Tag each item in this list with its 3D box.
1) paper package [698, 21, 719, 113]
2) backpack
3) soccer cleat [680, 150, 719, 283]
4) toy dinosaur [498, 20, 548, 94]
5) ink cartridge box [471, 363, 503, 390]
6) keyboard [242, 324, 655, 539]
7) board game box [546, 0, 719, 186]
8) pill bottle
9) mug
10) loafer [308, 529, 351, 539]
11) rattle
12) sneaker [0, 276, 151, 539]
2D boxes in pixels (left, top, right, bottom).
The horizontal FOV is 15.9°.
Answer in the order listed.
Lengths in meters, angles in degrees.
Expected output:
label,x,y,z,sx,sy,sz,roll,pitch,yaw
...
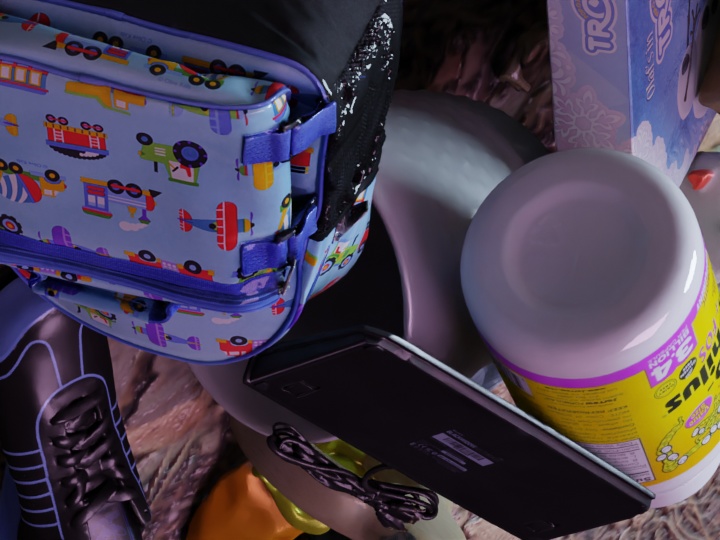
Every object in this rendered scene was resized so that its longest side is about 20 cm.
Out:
label,x,y,z,sx,sy,sz,roll,pitch,yaw
paper package,0.271,-0.149,1.186,0.103,0.200,0.192,26,72,-23
backpack,-0.083,-0.043,1.031,0.201,0.181,0.135,98,12,-45
soccer cleat,0.143,-0.011,1.321,0.200,0.070,0.077,-34,176,43
toy dinosaur,0.114,-0.132,1.301,0.102,0.058,0.200,-61,154,-7
ink cartridge box,0.058,0.027,1.399,0.199,0.039,0.100,-34,145,-20
keyboard,0.026,0.076,1.121,0.127,0.021,0.200,-20,142,37
board game box,0.140,-0.141,1.206,0.199,0.043,0.201,-57,150,-43
pill bottle,0.114,0.035,1.151,0.104,0.104,0.200,-43,150,-7
mug,0.000,0.000,1.227,0.200,0.148,0.175,-38,168,38
loafer,-0.024,0.189,1.443,0.200,0.068,0.071,-42,138,-15
rattle,-0.016,0.146,1.287,0.143,0.200,0.130,-44,140,6
sneaker,-0.132,0.087,1.206,0.070,0.078,0.201,-29,143,-26
